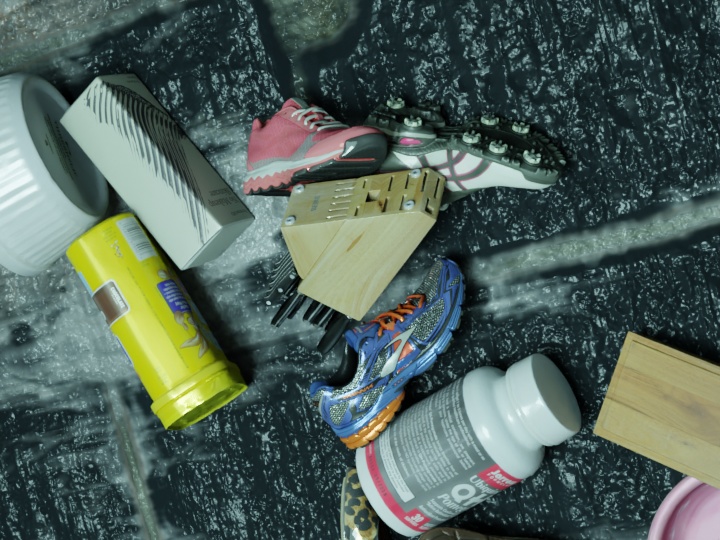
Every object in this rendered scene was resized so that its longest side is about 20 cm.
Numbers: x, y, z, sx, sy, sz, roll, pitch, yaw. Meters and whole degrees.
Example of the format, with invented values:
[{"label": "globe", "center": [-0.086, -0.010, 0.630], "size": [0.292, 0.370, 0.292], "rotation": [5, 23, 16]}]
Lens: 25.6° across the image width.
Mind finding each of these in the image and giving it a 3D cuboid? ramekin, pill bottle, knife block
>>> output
[{"label": "ramekin", "center": [-0.331, -0.104, 1.575], "size": [0.094, 0.202, 0.204], "rotation": [-25, 89, 13]}, {"label": "pill bottle", "center": [0.102, 0.158, 1.474], "size": [0.199, 0.111, 0.111], "rotation": [-33, 86, 25]}, {"label": "knife block", "center": [0.000, 0.000, 1.488], "size": [0.198, 0.064, 0.176], "rotation": [-7, 130, 19]}]

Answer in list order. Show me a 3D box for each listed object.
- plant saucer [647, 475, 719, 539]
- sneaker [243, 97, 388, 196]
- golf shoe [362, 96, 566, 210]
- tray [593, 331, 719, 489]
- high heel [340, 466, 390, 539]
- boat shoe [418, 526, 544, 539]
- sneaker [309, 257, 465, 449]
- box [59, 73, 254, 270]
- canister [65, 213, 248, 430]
[{"label": "plant saucer", "center": [0.358, 0.260, 1.415], "size": [0.199, 0.051, 0.203], "rotation": [5, 102, 23]}, {"label": "sneaker", "center": [-0.052, -0.123, 1.485], "size": [0.199, 0.073, 0.088], "rotation": [-11, 82, 52]}, {"label": "golf shoe", "center": [0.096, -0.098, 1.463], "size": [0.199, 0.077, 0.089], "rotation": [16, 121, 26]}, {"label": "tray", "center": [0.307, 0.133, 1.380], "size": [0.199, 0.037, 0.100], "rotation": [22, 96, 36]}, {"label": "high heel", "center": [0.060, 0.279, 1.546], "size": [0.141, 0.071, 0.202], "rotation": [-12, 93, 15]}, {"label": "boat shoe", "center": [0.146, 0.289, 1.501], "size": [0.201, 0.075, 0.075], "rotation": [20, 71, -1]}, {"label": "sneaker", "center": [0.027, 0.069, 1.477], "size": [0.078, 0.075, 0.201], "rotation": [37, 85, -16]}, {"label": "box", "center": [-0.203, -0.100, 1.578], "size": [0.068, 0.082, 0.200], "rotation": [-44, 82, 22]}, {"label": "canister", "center": [-0.202, 0.051, 1.569], "size": [0.086, 0.149, 0.201], "rotation": [-32, 83, -1]}]
